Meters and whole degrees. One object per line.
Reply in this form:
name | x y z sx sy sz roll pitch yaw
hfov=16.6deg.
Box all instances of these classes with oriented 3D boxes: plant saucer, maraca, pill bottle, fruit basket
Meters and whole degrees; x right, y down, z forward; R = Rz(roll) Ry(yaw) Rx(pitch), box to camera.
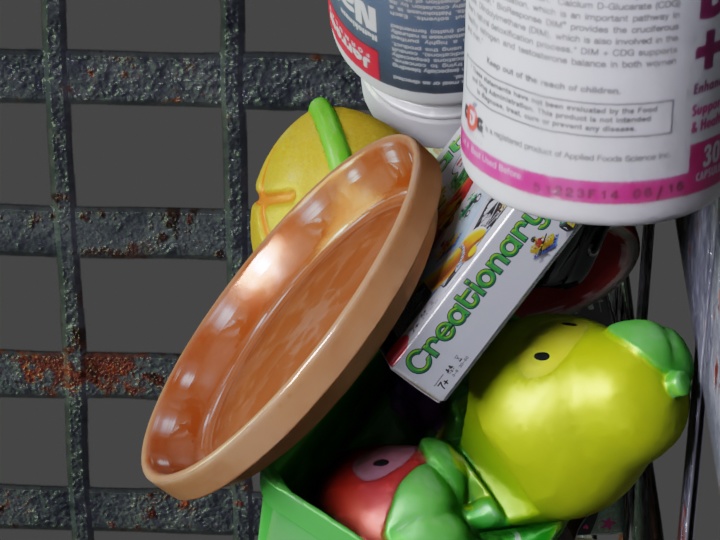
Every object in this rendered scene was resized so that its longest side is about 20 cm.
plant saucer | -0.028 0.024 1.146 0.200 0.032 0.200 -46 18 19
maraca | 0.000 0.000 1.323 0.137 0.107 0.201 -104 1 -53
pill bottle | 0.097 -0.129 0.947 0.113 0.113 0.201 -87 -2 -62
pill bottle | 0.040 -0.155 1.259 0.200 0.119 0.120 85 -174 -56
fruit basket | 0.060 0.076 1.170 0.216 0.155 0.216 -56 -7 -11

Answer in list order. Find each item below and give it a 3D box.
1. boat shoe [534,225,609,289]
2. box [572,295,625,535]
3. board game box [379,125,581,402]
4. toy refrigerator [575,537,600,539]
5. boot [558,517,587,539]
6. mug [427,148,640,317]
boat shoe | 0.122 -0.082 1.224 0.074 0.066 0.200 16 87 53
box | 0.092 0.077 1.491 0.200 0.132 0.115 -84 -8 -72
board game box | 0.073 -0.045 1.132 0.200 0.035 0.126 -53 19 7
toy refrigerator | 0.122 0.264 1.505 0.076 0.070 0.200 100 174 -46
boot | 0.095 0.165 1.313 0.097 0.200 0.075 54 147 12
mug | 0.099 -0.080 1.434 0.134 0.177 0.201 117 142 -50
